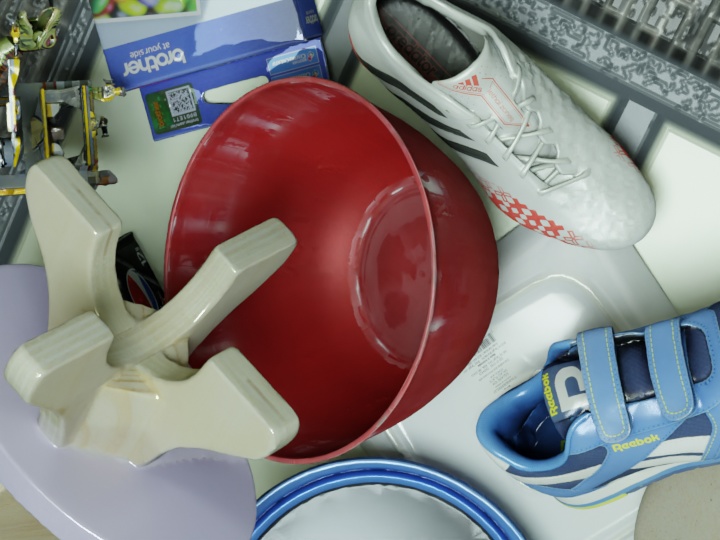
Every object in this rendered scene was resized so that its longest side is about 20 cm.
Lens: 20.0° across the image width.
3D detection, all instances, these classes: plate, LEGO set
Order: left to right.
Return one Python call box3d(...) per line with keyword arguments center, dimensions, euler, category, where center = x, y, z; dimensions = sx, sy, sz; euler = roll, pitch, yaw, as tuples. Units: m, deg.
box3d(center=(-0.180, -0.119, 1.074), dimensions=(0.116, 0.154, 0.200), euler=(-4, 76, -12), category="LEGO set")
box3d(center=(0.101, 0.088, 1.136), dimensions=(0.199, 0.032, 0.200), euler=(-35, 91, 19), category="plate")

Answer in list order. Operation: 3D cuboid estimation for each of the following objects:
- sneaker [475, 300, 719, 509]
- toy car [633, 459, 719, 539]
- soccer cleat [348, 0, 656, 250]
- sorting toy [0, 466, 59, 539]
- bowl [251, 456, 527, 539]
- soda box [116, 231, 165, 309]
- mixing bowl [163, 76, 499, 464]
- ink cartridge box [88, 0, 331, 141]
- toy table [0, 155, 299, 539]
box3d(center=(0.142, 0.063, 1.025), dimensions=(0.082, 0.074, 0.200), euler=(23, 138, -35), category="sneaker")
box3d(center=(0.257, 0.173, 1.062), dimensions=(0.200, 0.177, 0.185), euler=(19, 110, -32), category="toy car")
box3d(center=(0.073, -0.083, 1.073), dimensions=(0.200, 0.085, 0.069), euler=(42, 83, 5), category="soccer cleat")
box3d(center=(-0.205, 0.145, 1.142), dimensions=(0.199, 0.200, 0.070), euler=(-44, 68, 22), category="sorting toy")
box3d(center=(0.008, 0.202, 1.121), dimensions=(0.200, 0.039, 0.201), euler=(0, 90, 2), category="bowl")
box3d(center=(-0.207, 0.055, 1.190), dimensions=(0.200, 0.063, 0.071), euler=(-27, 94, 18), category="soda box")
box3d(center=(0.000, 0.000, 1.084), dimensions=(0.200, 0.108, 0.201), euler=(0, 89, 44), category="mixing bowl")
box3d(center=(-0.096, -0.178, 1.127), dimensions=(0.119, 0.042, 0.200), euler=(-13, 100, 17), category="ink cartridge box")
box3d(center=(-0.113, 0.047, 1.012), dimensions=(0.200, 0.184, 0.117), euler=(39, 132, 6), category="toy table")
